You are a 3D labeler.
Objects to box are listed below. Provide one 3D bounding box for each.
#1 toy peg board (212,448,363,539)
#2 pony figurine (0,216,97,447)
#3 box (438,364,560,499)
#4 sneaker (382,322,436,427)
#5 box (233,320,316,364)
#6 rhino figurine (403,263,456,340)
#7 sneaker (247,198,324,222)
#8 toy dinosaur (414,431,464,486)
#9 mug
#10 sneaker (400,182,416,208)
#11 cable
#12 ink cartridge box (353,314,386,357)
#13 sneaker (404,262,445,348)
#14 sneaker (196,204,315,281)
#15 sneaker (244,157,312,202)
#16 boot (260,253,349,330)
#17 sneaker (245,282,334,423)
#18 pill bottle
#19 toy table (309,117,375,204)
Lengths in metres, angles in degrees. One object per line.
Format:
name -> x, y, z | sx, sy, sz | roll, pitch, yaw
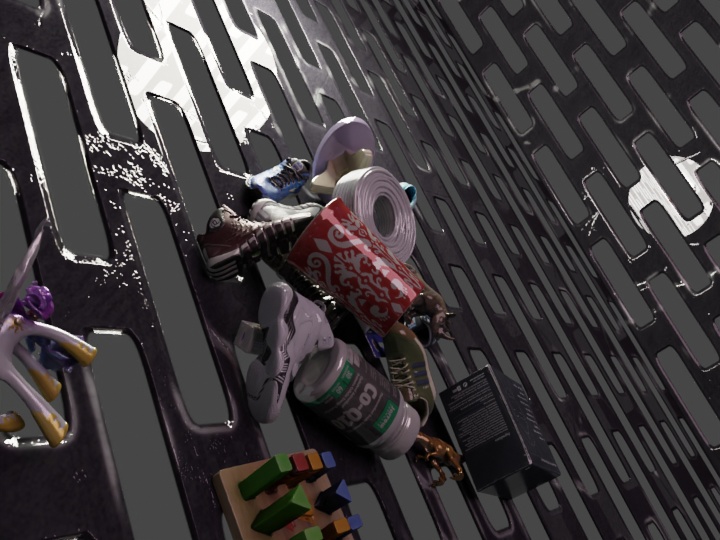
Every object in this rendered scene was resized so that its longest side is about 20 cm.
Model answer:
toy peg board -> -0.061, 0.325, 0.948 | 0.197, 0.097, 0.203 | 5, 53, -54
pony figurine -> -0.372, 0.062, 0.754 | 0.201, 0.164, 0.196 | 50, 31, -37
box -> 0.269, 0.315, 1.400 | 0.199, 0.123, 0.199 | 34, 29, -54
sneaker -> 0.086, 0.196, 1.307 | 0.203, 0.066, 0.091 | 66, 29, -30
box -> -0.112, 0.121, 1.158 | 0.198, 0.042, 0.038 | 18, 6, -46
rhino figurine -> 0.121, 0.064, 1.452 | 0.087, 0.060, 0.200 | -31, 66, -29
sneaker -> -0.104, -0.071, 1.337 | 0.197, 0.076, 0.115 | 1, 30, -45
toy dinosaur -> 0.155, 0.333, 1.307 | 0.198, 0.060, 0.108 | 32, 32, -34
mug -> 0.005, -0.007, 1.188 | 0.199, 0.134, 0.177 | 41, 29, 5
sneaker -> 0.117, -0.183, 1.829 | 0.074, 0.082, 0.201 | 45, 28, -12
cable -> 0.027, -0.095, 1.384 | 0.198, 0.068, 0.205 | -12, 91, -53
ink cartridge box -> 0.017, 0.067, 1.370 | 0.202, 0.040, 0.199 | 60, 10, 13
sneaker -> 0.102, 0.071, 1.522 | 0.202, 0.070, 0.108 | 56, 26, 1
sneaker -> -0.176, -0.074, 1.184 | 0.197, 0.076, 0.116 | -25, 61, -21
sneaker -> -0.152, -0.179, 1.406 | 0.079, 0.089, 0.200 | 48, 27, -2
boot -> -0.105, 0.023, 1.235 | 0.174, 0.069, 0.200 | 45, -1, -14
sneaker -> -0.100, 0.127, 1.079 | 0.114, 0.074, 0.205 | 19, 72, -43
pill bottle -> -0.002, 0.207, 1.152 | 0.199, 0.112, 0.114 | 42, 29, -25
toy table -> -0.026, -0.194, 1.494 | 0.180, 0.203, 0.118 | -4, 42, -16
